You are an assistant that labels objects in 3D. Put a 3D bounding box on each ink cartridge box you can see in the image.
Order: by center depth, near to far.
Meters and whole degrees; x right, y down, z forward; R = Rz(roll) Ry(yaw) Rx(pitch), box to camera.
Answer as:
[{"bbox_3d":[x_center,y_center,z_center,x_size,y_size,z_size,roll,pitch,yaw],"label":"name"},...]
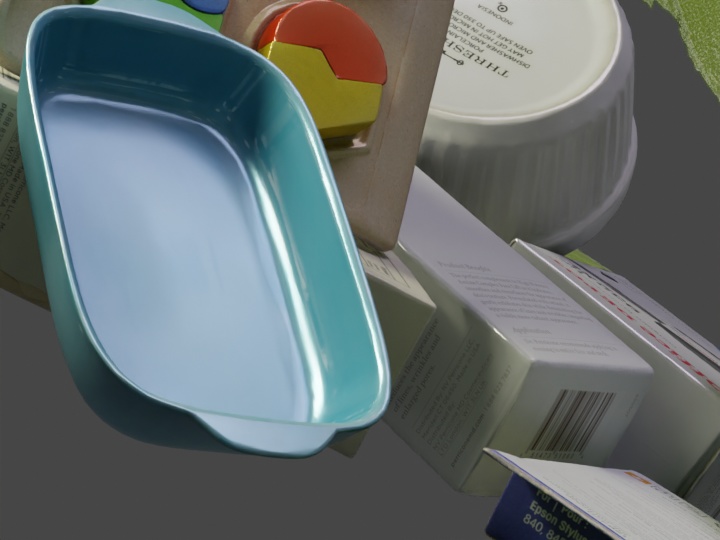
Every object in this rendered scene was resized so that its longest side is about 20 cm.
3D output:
[{"bbox_3d":[0.146,0.139,0.819,0.197,0.047,0.200,34,9,23],"label":"ink cartridge box"},{"bbox_3d":[0.137,0.065,1.094,0.145,0.084,0.200,39,10,20],"label":"ink cartridge box"}]

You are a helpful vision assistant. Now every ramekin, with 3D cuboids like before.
[{"bbox_3d":[0.053,-0.101,1.126,0.201,0.095,0.203,4,48,-4],"label":"ramekin"}]

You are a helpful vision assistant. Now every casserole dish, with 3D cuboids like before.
[{"bbox_3d":[-0.060,-0.011,0.738,0.121,0.039,0.201,9,47,-33],"label":"casserole dish"}]

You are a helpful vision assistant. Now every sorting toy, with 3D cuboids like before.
[{"bbox_3d":[-0.039,-0.127,0.849,0.199,0.186,0.036,27,-26,-28],"label":"sorting toy"}]

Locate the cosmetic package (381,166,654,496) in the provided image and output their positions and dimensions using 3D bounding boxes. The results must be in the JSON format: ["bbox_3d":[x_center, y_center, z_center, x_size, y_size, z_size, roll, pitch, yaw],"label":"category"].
[{"bbox_3d":[0.025,0.014,0.971,0.101,0.074,0.200,9,26,-50],"label":"cosmetic package"}]

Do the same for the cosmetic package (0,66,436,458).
[{"bbox_3d":[-0.079,-0.011,0.844,0.199,0.073,0.104,28,7,-15],"label":"cosmetic package"}]
